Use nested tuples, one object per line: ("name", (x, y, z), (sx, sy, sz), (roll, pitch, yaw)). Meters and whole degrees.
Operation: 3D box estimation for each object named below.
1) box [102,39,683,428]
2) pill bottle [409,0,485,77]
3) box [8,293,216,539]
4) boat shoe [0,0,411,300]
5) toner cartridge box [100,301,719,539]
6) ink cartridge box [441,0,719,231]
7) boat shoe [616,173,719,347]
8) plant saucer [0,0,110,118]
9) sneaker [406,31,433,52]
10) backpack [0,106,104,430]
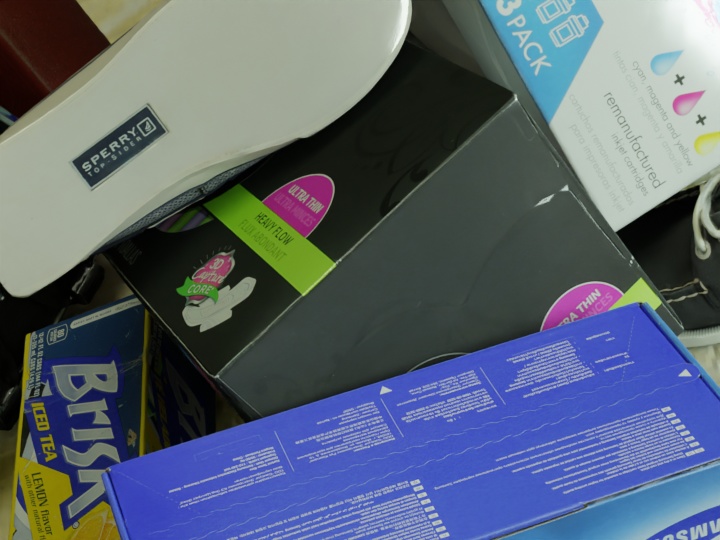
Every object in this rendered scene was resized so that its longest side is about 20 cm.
("box", (0.000, 0.000, 0.761), (0.148, 0.124, 0.200), (-43, 27, -5))
("pill bottle", (0.102, -0.192, 0.888), (0.119, 0.120, 0.201), (14, 63, 38))
("box", (-0.105, 0.111, 0.814), (0.070, 0.064, 0.201), (-19, 48, 18))
("boat shoe", (-0.075, -0.064, 0.743), (0.199, 0.075, 0.093), (-30, 11, -2))
("toner cartridge box", (0.023, 0.077, 0.626), (0.199, 0.043, 0.095), (-16, 34, -10))
("ink cartridge box", (0.148, -0.118, 0.780), (0.199, 0.115, 0.068), (-33, 11, -5))
("boat shoe", (0.166, -0.017, 0.749), (0.199, 0.060, 0.074), (-5, 58, 30))
("plant saucer", (-0.222, -0.113, 0.969), (0.199, 0.200, 0.037), (2, 56, 32))
("sneaker", (-0.017, -0.188, 0.984), (0.074, 0.089, 0.200), (-46, 44, -7))
("backpack", (-0.244, -0.021, 0.913), (0.150, 0.200, 0.178), (0, 54, 56))
